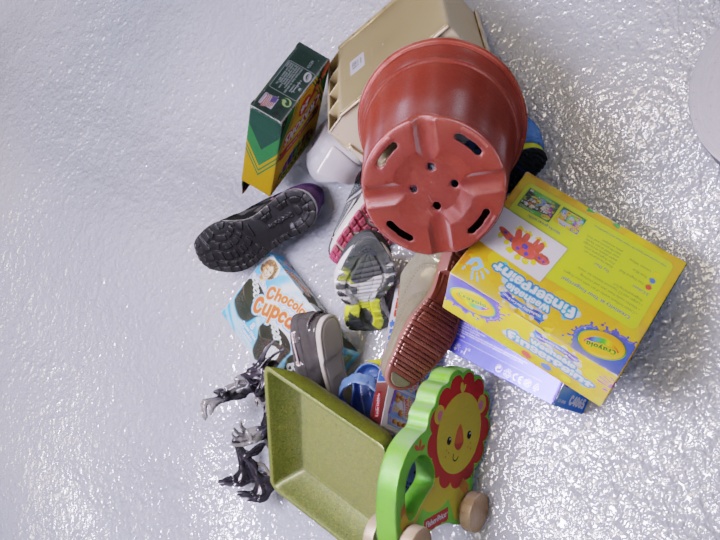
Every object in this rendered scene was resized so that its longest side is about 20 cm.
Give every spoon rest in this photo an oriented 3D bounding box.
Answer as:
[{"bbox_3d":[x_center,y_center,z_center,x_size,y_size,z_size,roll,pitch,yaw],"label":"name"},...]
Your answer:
[{"bbox_3d":[-0.032,-0.150,1.305,0.100,0.060,0.200,-56,14,12],"label":"spoon rest"}]

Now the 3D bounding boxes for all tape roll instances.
[{"bbox_3d":[0.448,-0.183,1.032,0.198,0.066,0.203,-9,75,32],"label":"tape roll"}]

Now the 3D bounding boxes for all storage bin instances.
[{"bbox_3d":[0.055,-0.251,1.238,0.198,0.094,0.201,-37,30,22],"label":"storage bin"}]

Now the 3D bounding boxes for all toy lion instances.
[{"bbox_3d":[0.084,0.207,1.107,0.068,0.199,0.195,7,101,36],"label":"toy lion"}]

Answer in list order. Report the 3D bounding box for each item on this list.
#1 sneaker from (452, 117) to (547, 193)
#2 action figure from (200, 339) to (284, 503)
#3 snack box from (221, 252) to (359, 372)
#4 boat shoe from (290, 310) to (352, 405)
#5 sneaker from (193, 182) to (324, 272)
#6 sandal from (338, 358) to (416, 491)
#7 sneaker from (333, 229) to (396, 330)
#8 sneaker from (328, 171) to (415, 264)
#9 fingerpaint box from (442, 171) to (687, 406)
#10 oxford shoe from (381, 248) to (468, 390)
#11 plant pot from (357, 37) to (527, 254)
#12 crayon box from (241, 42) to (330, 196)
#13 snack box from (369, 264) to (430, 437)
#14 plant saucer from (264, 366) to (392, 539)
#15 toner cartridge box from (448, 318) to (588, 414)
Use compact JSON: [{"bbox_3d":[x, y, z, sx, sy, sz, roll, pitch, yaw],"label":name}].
[{"bbox_3d":[0.137,-0.119,1.230,0.199,0.066,0.079,-34,51,22],"label":"sneaker"},{"bbox_3d":[-0.143,0.194,1.283,0.118,0.101,0.203,24,112,55],"label":"action figure"},{"bbox_3d":[-0.098,0.084,1.348,0.116,0.037,0.200,-49,57,14],"label":"snack box"},{"bbox_3d":[-0.051,0.146,1.256,0.056,0.067,0.203,7,110,34],"label":"boat shoe"},{"bbox_3d":[-0.135,-0.061,1.384,0.198,0.088,0.076,-22,103,20],"label":"sneaker"},{"bbox_3d":[0.020,0.202,1.213,0.079,0.087,0.202,-30,66,22],"label":"sandal"},{"bbox_3d":[0.000,0.000,1.222,0.073,0.201,0.086,-4,59,-5],"label":"sneaker"},{"bbox_3d":[0.018,-0.096,1.296,0.074,0.080,0.202,28,87,49],"label":"sneaker"},{"bbox_3d":[0.214,0.016,1.057,0.199,0.074,0.167,31,61,16],"label":"fingerpaint box"},{"bbox_3d":[0.071,0.039,1.122,0.073,0.071,0.202,15,72,50],"label":"oxford shoe"},{"bbox_3d":[0.083,-0.124,1.070,0.200,0.201,0.196,-34,19,22],"label":"plant pot"},{"bbox_3d":[-0.103,-0.189,1.329,0.050,0.201,0.128,29,61,5],"label":"crayon box"},{"bbox_3d":[0.059,0.099,1.194,0.024,0.072,0.203,-8,62,44],"label":"snack box"},{"bbox_3d":[-0.029,0.224,1.178,0.199,0.048,0.202,29,132,36],"label":"plant saucer"},{"bbox_3d":[0.162,0.097,1.137,0.199,0.095,0.044,27,93,34],"label":"toner cartridge box"}]
